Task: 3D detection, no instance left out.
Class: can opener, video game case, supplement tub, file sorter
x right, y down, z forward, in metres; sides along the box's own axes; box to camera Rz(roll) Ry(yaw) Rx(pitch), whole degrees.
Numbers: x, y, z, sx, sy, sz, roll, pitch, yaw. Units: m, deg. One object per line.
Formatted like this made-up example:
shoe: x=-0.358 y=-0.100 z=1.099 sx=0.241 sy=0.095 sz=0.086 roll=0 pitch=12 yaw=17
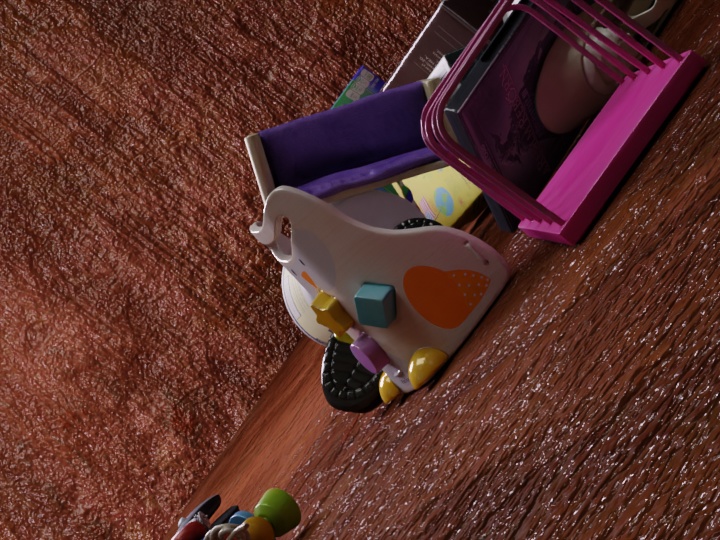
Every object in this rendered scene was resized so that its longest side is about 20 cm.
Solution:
can opener: x=-0.184 y=0.306 z=1.758 sx=0.079 sy=0.063 sz=0.200 roll=-54 pitch=3 yaw=13
video game case: x=0.146 y=-0.152 z=1.208 sx=0.201 sy=0.019 sz=0.143 roll=-56 pitch=-41 yaw=-23
supplement tub: x=0.000 y=0.000 z=1.501 sx=0.146 sy=0.144 sz=0.200 roll=-54 pitch=3 yaw=-12
file sorter: x=0.121 y=-0.113 z=1.005 sx=0.140 sy=0.125 sz=0.200 roll=-54 pitch=3 yaw=2

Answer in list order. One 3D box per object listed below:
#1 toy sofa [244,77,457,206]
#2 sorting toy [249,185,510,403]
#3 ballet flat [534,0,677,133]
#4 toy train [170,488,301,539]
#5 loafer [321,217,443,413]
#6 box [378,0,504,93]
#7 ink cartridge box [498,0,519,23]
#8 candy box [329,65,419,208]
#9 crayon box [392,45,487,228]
toy sofa: x=-0.007 y=-0.119 z=1.432 sx=0.197 sy=0.084 sz=0.098 roll=-18 pitch=8 yaw=-5
sorting toy: x=-0.005 y=0.005 z=1.152 sx=0.107 sy=0.179 sz=0.200 roll=-54 pitch=2 yaw=-17
ballet flat: x=0.209 y=-0.192 z=1.200 sx=0.201 sy=0.069 sz=0.069 roll=-55 pitch=3 yaw=-26
toy train: x=-0.088 y=0.214 z=1.180 sx=0.115 sy=0.085 sz=0.200 roll=-38 pitch=-9 yaw=-42
loafer: x=0.032 y=0.049 z=1.301 sx=0.201 sy=0.072 sz=0.072 roll=-60 pitch=-31 yaw=-29
box: x=0.145 y=-0.228 z=1.592 sx=0.167 sy=0.163 sz=0.200 roll=-55 pitch=3 yaw=-34
ink cartridge box: x=0.196 y=-0.275 z=1.382 sx=0.083 sy=0.148 sz=0.200 roll=-11 pitch=-9 yaw=-12
candy box: x=0.032 y=-0.110 z=1.718 sx=0.170 sy=0.199 sz=0.077 roll=-57 pitch=6 yaw=-37
crayon box: x=0.095 y=-0.125 z=1.526 sx=0.050 sy=0.128 sz=0.200 roll=-25 pitch=-13 yaw=-31
